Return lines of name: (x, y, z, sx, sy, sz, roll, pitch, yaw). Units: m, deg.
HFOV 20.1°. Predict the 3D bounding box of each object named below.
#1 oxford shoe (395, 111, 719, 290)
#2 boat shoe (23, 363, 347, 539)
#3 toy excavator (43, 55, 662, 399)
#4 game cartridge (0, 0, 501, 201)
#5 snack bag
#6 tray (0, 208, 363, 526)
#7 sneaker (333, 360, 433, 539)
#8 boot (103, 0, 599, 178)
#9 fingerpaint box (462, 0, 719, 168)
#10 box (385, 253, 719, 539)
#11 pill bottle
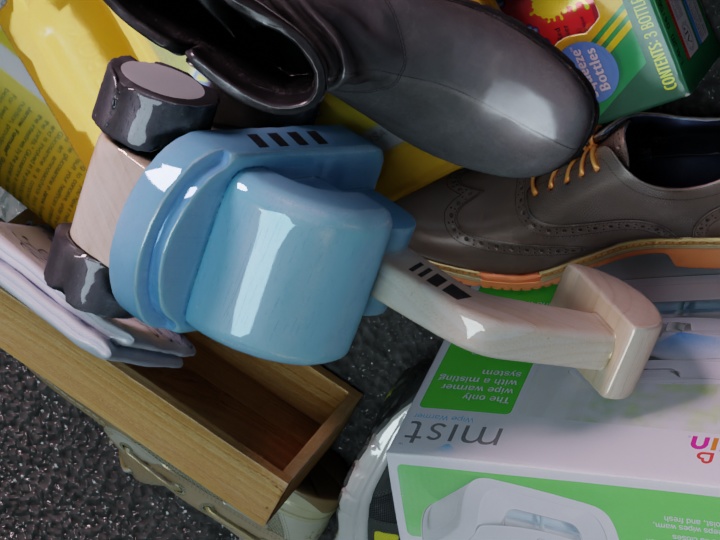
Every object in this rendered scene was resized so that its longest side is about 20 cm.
oxford shoe: (0.101, -0.041, 0.922, 0.200, 0.071, 0.073, -6, 142, 12)
boat shoe: (-0.104, 0.087, 1.083, 0.200, 0.072, 0.065, 31, 119, 2)
toy excavator: (0.000, 0.000, 0.836, 0.200, 0.194, 0.100, 35, 115, 31)
game cartridge: (-0.043, -0.098, 0.891, 0.200, 0.032, 0.177, -28, 100, 17)
snack bag: (-0.169, -0.020, 0.936, 0.200, 0.189, 0.021, 37, 90, 6)
tray: (-0.106, 0.042, 1.045, 0.200, 0.099, 0.037, 34, 122, 6)
sneaker: (0.031, 0.132, 1.051, 0.084, 0.075, 0.200, 21, 127, 7)
boot: (-0.006, -0.081, 0.803, 0.200, 0.132, 0.070, 25, 110, 4)
fingerpaint box: (0.045, -0.154, 0.912, 0.167, 0.073, 0.200, -16, 105, 27)
box: (0.135, 0.074, 0.906, 0.200, 0.177, 0.097, 5, 125, 22)
pill bottle: (-0.120, -0.067, 0.997, 0.200, 0.112, 0.113, 39, 121, 4)
